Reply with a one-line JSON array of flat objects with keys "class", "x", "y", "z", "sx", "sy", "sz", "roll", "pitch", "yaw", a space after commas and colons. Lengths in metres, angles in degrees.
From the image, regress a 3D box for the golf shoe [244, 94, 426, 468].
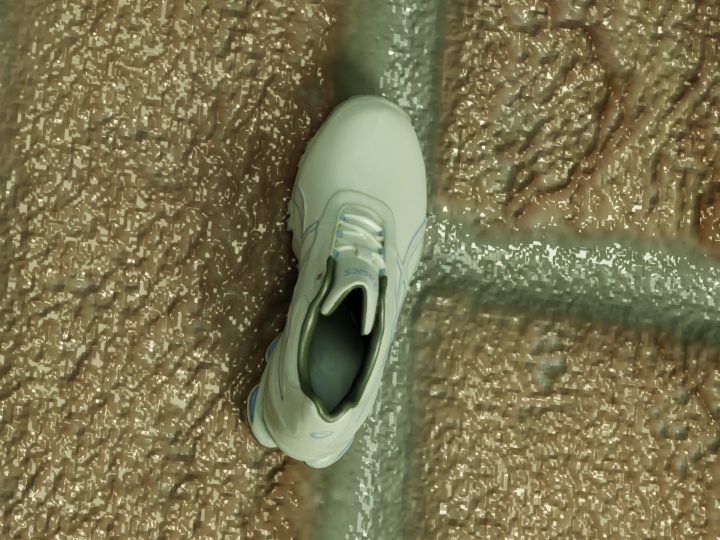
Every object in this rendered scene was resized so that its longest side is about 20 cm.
[{"class": "golf shoe", "x": 0.000, "y": 0.000, "z": 1.223, "sx": 0.078, "sy": 0.097, "sz": 0.201, "roll": 13, "pitch": 77, "yaw": -12}]
